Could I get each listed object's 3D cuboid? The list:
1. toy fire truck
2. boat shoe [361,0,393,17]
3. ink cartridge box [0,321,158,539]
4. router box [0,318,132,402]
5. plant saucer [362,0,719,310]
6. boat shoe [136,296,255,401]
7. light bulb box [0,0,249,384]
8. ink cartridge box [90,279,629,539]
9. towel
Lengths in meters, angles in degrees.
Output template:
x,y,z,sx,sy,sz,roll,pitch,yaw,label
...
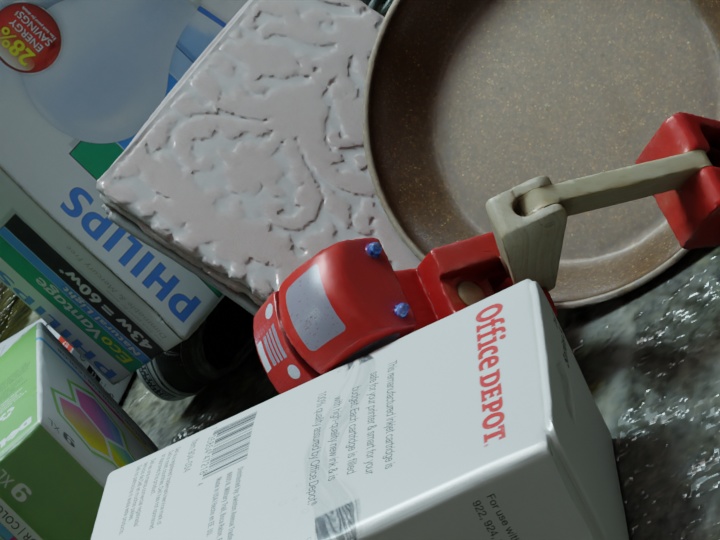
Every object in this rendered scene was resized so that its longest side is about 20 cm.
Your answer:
x,y,z,sx,sy,sz,roll,pitch,yaw,label
0.065,-0.004,0.855,0.199,0.049,0.141,-5,-31,-39,toy fire truck
0.041,-0.208,1.094,0.072,0.070,0.202,13,87,58,boat shoe
-0.149,0.111,1.020,0.059,0.104,0.200,-40,19,5,ink cartridge box
-0.234,0.111,1.257,0.179,0.049,0.200,-30,21,25,router box
0.097,-0.079,0.951,0.200,0.202,0.037,-32,-19,18,plant saucer
-0.063,-0.006,1.192,0.063,0.071,0.201,-20,35,44,boat shoe
-0.124,-0.084,1.079,0.200,0.198,0.125,-51,10,-26,light bulb box
-0.002,0.103,0.764,0.199,0.084,0.146,-25,20,12,ink cartridge box
-0.003,-0.045,0.997,0.191,0.199,0.032,-53,-6,-33,towel
